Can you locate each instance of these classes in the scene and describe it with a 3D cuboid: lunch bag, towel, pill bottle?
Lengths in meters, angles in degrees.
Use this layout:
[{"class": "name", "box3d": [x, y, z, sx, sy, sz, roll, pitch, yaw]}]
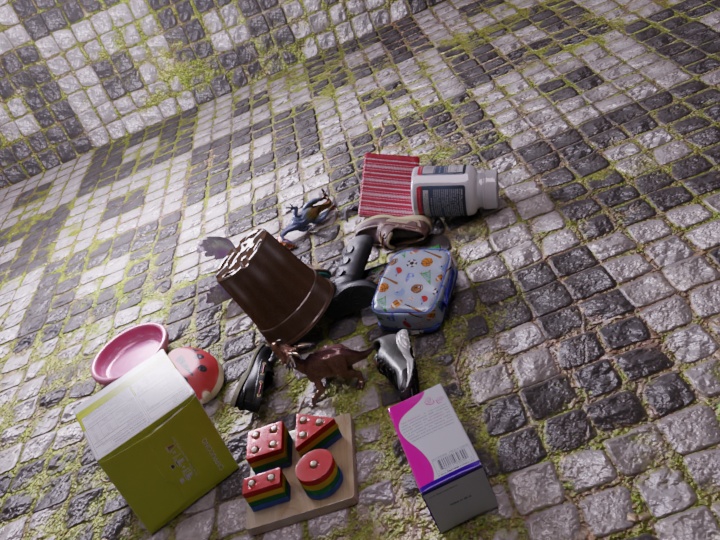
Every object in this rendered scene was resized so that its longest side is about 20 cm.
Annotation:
[{"class": "lunch bag", "box3d": [0.117, 0.043, 1.632, 0.158, 0.076, 0.201, 0, 46, 25]}, {"class": "towel", "box3d": [0.072, -0.209, 1.962, 0.142, 0.023, 0.202, 5, 59, 3]}, {"class": "pill bottle", "box3d": [0.225, -0.188, 1.866, 0.197, 0.121, 0.120, 0, 37, 14]}]

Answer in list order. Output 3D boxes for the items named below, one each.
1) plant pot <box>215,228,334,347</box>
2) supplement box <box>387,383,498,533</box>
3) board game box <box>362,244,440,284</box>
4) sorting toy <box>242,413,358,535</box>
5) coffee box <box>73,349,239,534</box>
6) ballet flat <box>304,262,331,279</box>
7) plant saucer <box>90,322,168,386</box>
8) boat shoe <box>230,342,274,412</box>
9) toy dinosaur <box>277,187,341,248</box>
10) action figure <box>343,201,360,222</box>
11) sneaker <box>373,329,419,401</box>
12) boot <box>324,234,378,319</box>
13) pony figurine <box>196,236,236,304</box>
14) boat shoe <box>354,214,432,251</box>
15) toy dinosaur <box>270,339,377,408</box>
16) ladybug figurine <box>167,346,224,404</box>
[{"class": "plant pot", "box3d": [-0.195, 0.030, 1.709, 0.199, 0.198, 0.201, -36, 25, 19]}, {"class": "supplement box", "box3d": [0.126, 0.290, 1.242, 0.100, 0.104, 0.201, -25, 32, 0]}, {"class": "board game box", "box3d": [0.092, 0.007, 1.767, 0.198, 0.024, 0.105, -19, 30, 11]}, {"class": "sorting toy", "box3d": [-0.111, 0.332, 1.371, 0.196, 0.070, 0.201, -19, 31, 8]}, {"class": "coffee box", "box3d": [-0.376, 0.311, 1.458, 0.199, 0.201, 0.197, -34, 33, -18]}, {"class": "ballet flat", "box3d": [-0.169, 0.011, 1.852, 0.197, 0.068, 0.068, -12, 54, -16]}, {"class": "plant saucer", "box3d": [-0.540, 0.206, 1.873, 0.198, 0.051, 0.202, -18, 33, 12]}, {"class": "boat shoe", "box3d": [-0.210, 0.221, 1.620, 0.062, 0.074, 0.202, 18, 27, -1]}, {"class": "toy dinosaur", "box3d": [-0.143, -0.125, 2.114, 0.181, 0.105, 0.200, -38, -6, 1]}, {"class": "action figure", "box3d": [0.072, -0.178, 1.987, 0.194, 0.105, 0.199, -47, 36, -18]}, {"class": "sneaker", "box3d": [0.066, 0.183, 1.463, 0.078, 0.075, 0.201, -9, 25, -1]}, {"class": "boot", "box3d": [-0.001, 0.000, 1.757, 0.164, 0.066, 0.201, -22, 31, 38]}, {"class": "pony figurine", "box3d": [-0.290, -0.005, 1.954, 0.198, 0.169, 0.192, 2, 7, 41]}, {"class": "boat shoe", "box3d": [0.071, -0.086, 1.878, 0.197, 0.073, 0.072, -2, 36, 22]}, {"class": "toy dinosaur", "box3d": [-0.068, 0.173, 1.517, 0.198, 0.137, 0.086, -19, 31, 7]}, {"class": "ladybug figurine", "box3d": [-0.370, 0.223, 1.710, 0.135, 0.073, 0.199, -37, 33, -21]}]
